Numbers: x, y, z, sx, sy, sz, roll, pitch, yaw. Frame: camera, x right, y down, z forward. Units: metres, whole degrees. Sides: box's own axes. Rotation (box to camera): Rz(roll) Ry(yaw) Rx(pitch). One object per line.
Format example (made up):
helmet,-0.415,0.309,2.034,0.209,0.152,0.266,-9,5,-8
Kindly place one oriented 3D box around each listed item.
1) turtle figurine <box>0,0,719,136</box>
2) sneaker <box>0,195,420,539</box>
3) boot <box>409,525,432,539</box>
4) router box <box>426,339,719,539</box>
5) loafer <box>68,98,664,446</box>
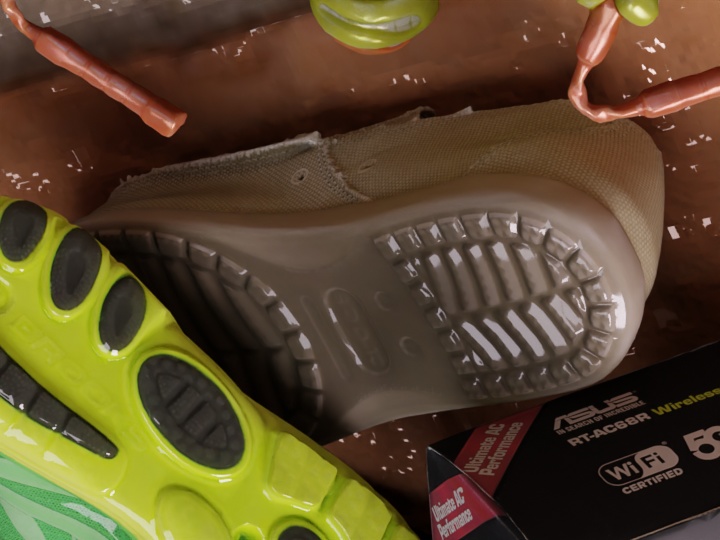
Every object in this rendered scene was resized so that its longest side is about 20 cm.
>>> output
turtle figurine,0.007,-0.103,0.678,0.200,0.064,0.161,6,139,12
sneaker,-0.045,0.062,0.750,0.200,0.074,0.084,51,163,-8
boot,-0.036,0.135,0.815,0.200,0.165,0.066,28,168,-2
router box,0.100,0.112,0.744,0.150,0.062,0.200,-17,124,-20
loafer,0.000,0.000,0.756,0.200,0.068,0.076,-3,118,41
